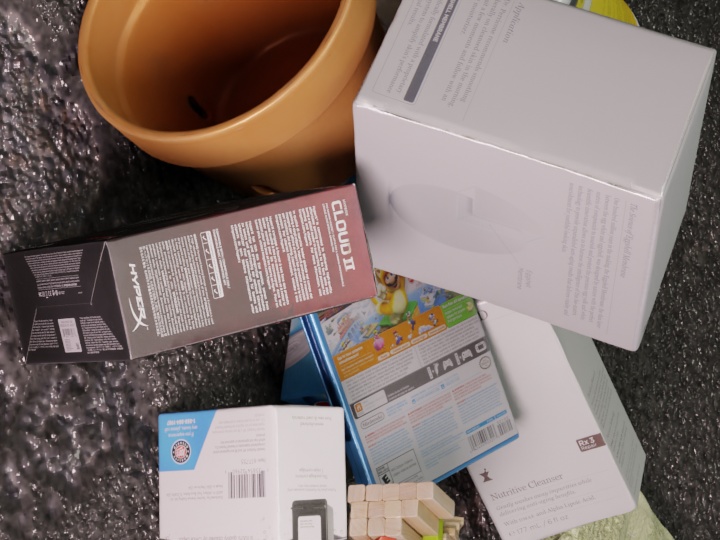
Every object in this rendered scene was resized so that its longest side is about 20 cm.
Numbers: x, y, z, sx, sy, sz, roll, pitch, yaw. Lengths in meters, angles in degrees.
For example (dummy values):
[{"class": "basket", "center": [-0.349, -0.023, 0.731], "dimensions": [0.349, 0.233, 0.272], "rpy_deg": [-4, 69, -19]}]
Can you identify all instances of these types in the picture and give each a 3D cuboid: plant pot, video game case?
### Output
[{"class": "plant pot", "center": [-0.065, -0.137, 1.587], "dimensions": [0.140, 0.199, 0.201], "rpy_deg": [48, 51, -52]}, {"class": "video game case", "center": [0.026, 0.046, 1.664], "dimensions": [0.143, 0.018, 0.201], "rpy_deg": [-24, 98, -39]}]

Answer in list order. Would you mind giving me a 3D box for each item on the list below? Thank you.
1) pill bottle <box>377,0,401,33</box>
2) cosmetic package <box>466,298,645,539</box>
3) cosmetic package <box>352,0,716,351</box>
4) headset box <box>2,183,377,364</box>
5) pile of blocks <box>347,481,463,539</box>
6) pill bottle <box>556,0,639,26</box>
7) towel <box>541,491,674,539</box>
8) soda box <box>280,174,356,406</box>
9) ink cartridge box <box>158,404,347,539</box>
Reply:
[{"class": "pill bottle", "center": [0.077, -0.252, 1.737], "dimensions": [0.200, 0.114, 0.114], "rpy_deg": [-41, 120, -1]}, {"class": "cosmetic package", "center": [0.120, 0.089, 1.781], "dimensions": [0.201, 0.112, 0.081], "rpy_deg": [61, 23, -20]}, {"class": "cosmetic package", "center": [0.110, -0.071, 1.562], "dimensions": [0.200, 0.199, 0.123], "rpy_deg": [89, 23, -61]}, {"class": "headset box", "center": [-0.098, 0.001, 1.516], "dimensions": [0.199, 0.149, 0.078], "rpy_deg": [-15, 96, -32]}, {"class": "pile of blocks", "center": [0.024, 0.199, 1.631], "dimensions": [0.081, 0.200, 0.063], "rpy_deg": [5, 68, -4]}, {"class": "pill bottle", "center": [0.130, -0.162, 1.688], "dimensions": [0.200, 0.111, 0.113], "rpy_deg": [36, 58, -57]}, {"class": "towel", "center": [0.183, 0.253, 1.892], "dimensions": [0.148, 0.036, 0.201], "rpy_deg": [46, 54, -31]}, {"class": "soda box", "center": [0.000, 0.000, 1.709], "dimensions": [0.064, 0.068, 0.201], "rpy_deg": [21, 69, -38]}, {"class": "ink cartridge box", "center": [-0.069, 0.191, 1.574], "dimensions": [0.068, 0.116, 0.202], "rpy_deg": [5, 81, -45]}]
